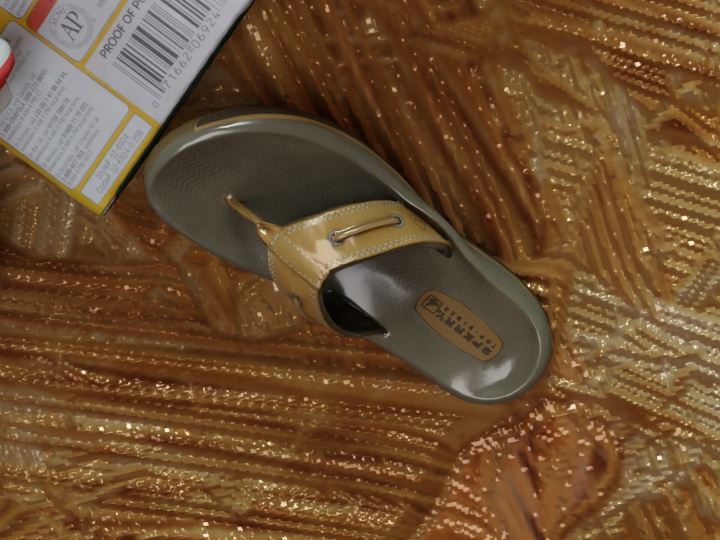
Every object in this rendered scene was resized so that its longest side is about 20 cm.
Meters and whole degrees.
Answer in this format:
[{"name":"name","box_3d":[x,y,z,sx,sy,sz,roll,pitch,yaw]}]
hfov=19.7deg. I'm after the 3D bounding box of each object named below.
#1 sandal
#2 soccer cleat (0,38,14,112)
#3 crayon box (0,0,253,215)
[{"name":"sandal","box_3d":[0.000,0.000,0.875,0.199,0.054,0.080,35,116,-16]},{"name":"soccer cleat","box_3d":[-0.226,-0.060,0.854,0.199,0.069,0.085,-22,113,34]},{"name":"crayon box","box_3d":[-0.150,-0.135,0.864,0.199,0.052,0.126,36,115,-6]}]
